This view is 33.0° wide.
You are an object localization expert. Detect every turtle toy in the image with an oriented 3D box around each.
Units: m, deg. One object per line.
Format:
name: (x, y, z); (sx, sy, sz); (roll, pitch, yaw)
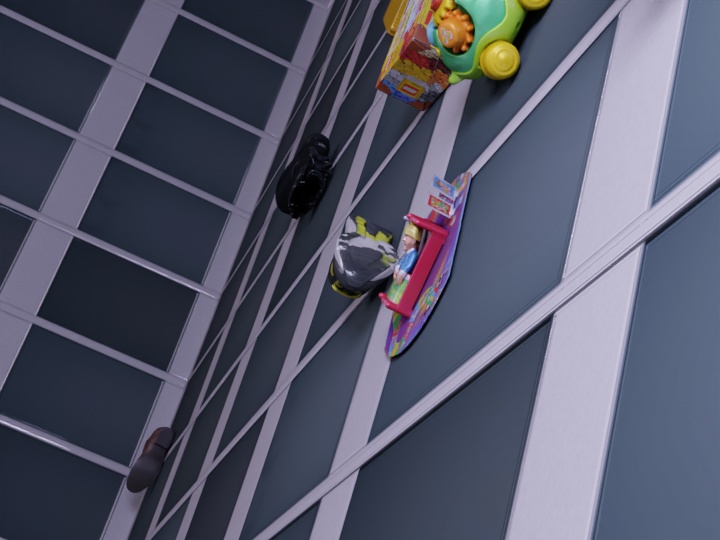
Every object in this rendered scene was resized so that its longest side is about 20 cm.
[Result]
turtle toy: (0.132, -0.288, 1.256); (0.202, 0.100, 0.146); (-65, 10, 6)

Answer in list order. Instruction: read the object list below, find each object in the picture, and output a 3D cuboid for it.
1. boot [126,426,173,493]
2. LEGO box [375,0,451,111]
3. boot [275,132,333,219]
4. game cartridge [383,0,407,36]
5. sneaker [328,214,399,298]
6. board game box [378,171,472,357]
boot: (-0.538, 0.477, 3.069); (0.187, 0.064, 0.200); (-56, 10, -17)
LEGO box: (0.105, -0.330, 1.558); (0.202, 0.076, 0.149); (-70, 11, -21)
boot: (-0.112, -0.153, 2.307); (0.199, 0.073, 0.163); (-59, 15, 31)
game cartridge: (0.097, -0.522, 2.171); (0.177, 0.032, 0.202); (-95, 28, -69)
sneaker: (0.000, 0.000, 1.410); (0.200, 0.074, 0.085); (-70, 1, -74)
board game box: (0.051, -0.013, 1.222); (0.158, 0.039, 0.202); (-54, 16, 50)
